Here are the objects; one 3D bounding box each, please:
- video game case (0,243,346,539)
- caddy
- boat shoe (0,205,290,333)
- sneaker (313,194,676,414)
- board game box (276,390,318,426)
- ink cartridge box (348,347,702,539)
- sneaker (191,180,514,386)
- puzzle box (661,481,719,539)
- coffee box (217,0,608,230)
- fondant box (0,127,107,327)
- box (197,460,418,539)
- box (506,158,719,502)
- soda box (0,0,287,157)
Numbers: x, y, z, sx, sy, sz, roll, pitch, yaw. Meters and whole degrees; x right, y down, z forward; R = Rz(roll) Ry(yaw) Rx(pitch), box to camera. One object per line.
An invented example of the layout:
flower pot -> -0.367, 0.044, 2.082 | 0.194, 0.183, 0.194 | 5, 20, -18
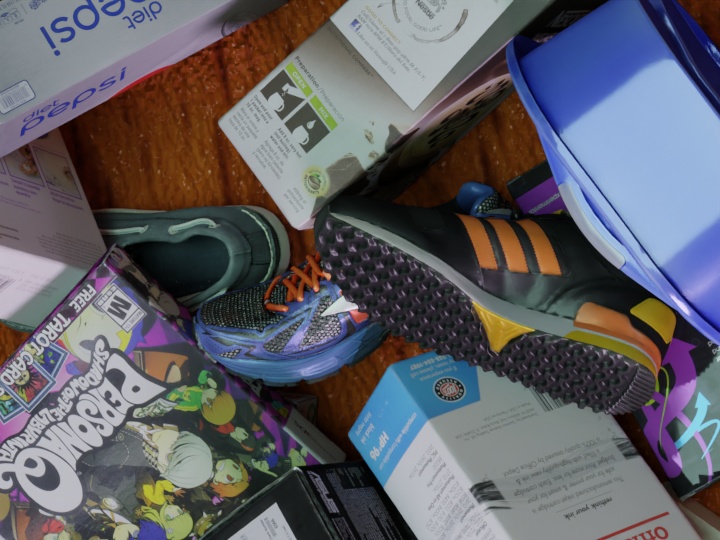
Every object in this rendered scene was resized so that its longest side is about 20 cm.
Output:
video game case -> -0.139, 0.115, 1.571 | 0.181, 0.036, 0.200 | 43, 109, -8
caddy -> 0.153, -0.051, 1.403 | 0.105, 0.141, 0.200 | -39, 84, 18
boat shoe -> -0.141, 0.000, 1.613 | 0.199, 0.062, 0.073 | -9, 94, 24
sneaker -> 0.074, -0.001, 1.462 | 0.199, 0.090, 0.070 | 25, 145, 2
board game box -> -0.095, 0.165, 1.624 | 0.125, 0.035, 0.202 | 8, 98, 22
ink cartridge box -> 0.098, 0.132, 1.469 | 0.200, 0.116, 0.068 | 55, 139, 23
sneaker -> 0.000, 0.000, 1.518 | 0.199, 0.076, 0.079 | -18, 125, -1
puzzle box -> 0.169, 0.235, 1.525 | 0.133, 0.025, 0.201 | 35, 107, 16
coffee box -> 0.034, -0.116, 1.503 | 0.200, 0.113, 0.080 | -42, 79, 21
fondant box -> -0.232, -0.072, 1.571 | 0.058, 0.144, 0.201 | -35, 61, 23
box -> 0.023, 0.207, 1.492 | 0.086, 0.163, 0.201 | -38, 72, 24
box -> 0.187, 0.004, 1.492 | 0.143, 0.036, 0.201 | -31, 81, 23
soda box -> -0.133, -0.142, 1.539 | 0.199, 0.068, 0.064 | -30, 82, -17
